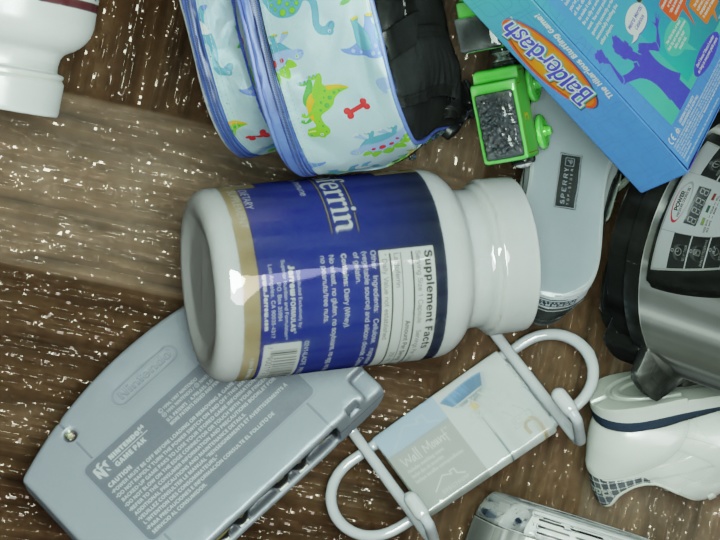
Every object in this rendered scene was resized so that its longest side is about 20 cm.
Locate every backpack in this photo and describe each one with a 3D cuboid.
[{"bbox_3d":[-0.024,-0.143,1.431,0.147,0.200,0.183,-13,99,10],"label":"backpack"}]

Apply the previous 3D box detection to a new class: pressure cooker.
[{"bbox_3d":[0.246,-0.004,1.497,0.176,0.200,0.179,-27,125,-40],"label":"pressure cooker"}]

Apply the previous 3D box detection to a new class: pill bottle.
[{"bbox_3d":[-0.206,-0.196,1.436,0.113,0.113,0.200,9,93,-11],"label":"pill bottle"},{"bbox_3d":[0.000,0.000,1.444,0.200,0.116,0.116,-6,96,-16],"label":"pill bottle"}]

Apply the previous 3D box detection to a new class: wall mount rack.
[{"bbox_3d":[0.045,0.071,1.531,0.200,0.075,0.174,-34,63,-7],"label":"wall mount rack"}]

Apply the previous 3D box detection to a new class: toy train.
[{"bbox_3d":[0.076,-0.159,1.472,0.042,0.056,0.200,-10,94,22],"label":"toy train"}]

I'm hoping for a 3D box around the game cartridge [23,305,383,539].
[{"bbox_3d":[-0.101,0.098,1.484,0.200,0.040,0.133,-41,71,-12],"label":"game cartridge"}]

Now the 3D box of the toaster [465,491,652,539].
[{"bbox_3d":[0.128,0.221,1.536,0.200,0.114,0.129,18,87,-11],"label":"toaster"}]

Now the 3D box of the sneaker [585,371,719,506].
[{"bbox_3d":[0.243,0.105,1.576,0.200,0.076,0.081,-4,108,-7],"label":"sneaker"}]

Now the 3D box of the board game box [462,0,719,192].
[{"bbox_3d":[0.143,-0.169,1.446,0.200,0.045,0.152,46,50,-17],"label":"board game box"}]

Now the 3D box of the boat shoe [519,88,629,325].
[{"bbox_3d":[0.136,-0.061,1.535,0.073,0.068,0.200,8,68,-1],"label":"boat shoe"}]
